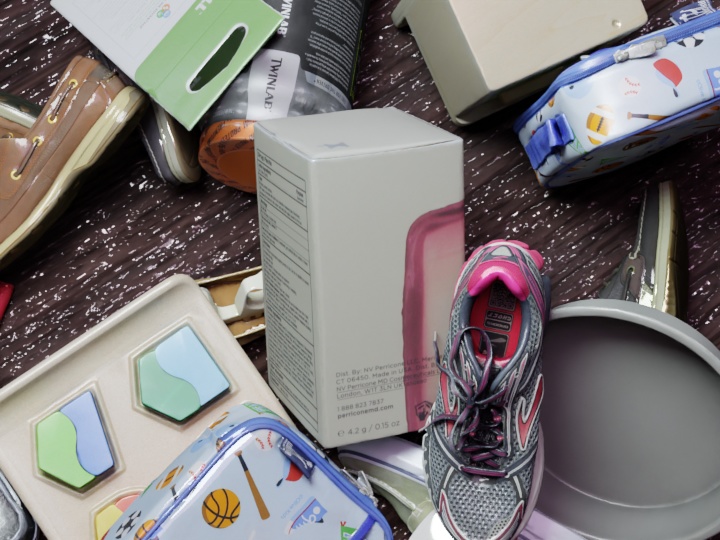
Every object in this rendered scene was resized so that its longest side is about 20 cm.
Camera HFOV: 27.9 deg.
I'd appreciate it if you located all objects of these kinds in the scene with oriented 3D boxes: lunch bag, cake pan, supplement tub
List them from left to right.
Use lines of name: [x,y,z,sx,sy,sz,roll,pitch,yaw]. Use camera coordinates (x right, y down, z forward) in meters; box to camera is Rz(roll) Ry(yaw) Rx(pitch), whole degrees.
lunch bag: [-0.078,0.196,0.968,0.200,0.076,0.160,-45,106,-7]
supplement tub: [-0.060,-0.167,1.122,0.122,0.123,0.200,6,68,5]
cake pan: [0.173,0.101,0.980,0.200,0.200,0.037,24,38,11]
lunch bag: [0.195,-0.121,1.045,0.160,0.200,0.076,-20,84,-8]

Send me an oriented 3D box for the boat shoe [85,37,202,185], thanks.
boat shoe: [-0.181,-0.149,1.151,0.065,0.072,0.200,-24,72,8]

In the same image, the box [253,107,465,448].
box: [0.000,0.000,0.988,0.109,0.128,0.200,-8,109,-19]

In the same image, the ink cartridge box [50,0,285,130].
ink cartridge box: [-0.129,-0.175,1.051,0.104,0.059,0.200,-48,53,0]

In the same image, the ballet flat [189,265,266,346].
ballet flat: [-0.097,0.023,1.077,0.200,0.063,0.069,-18,66,-5]

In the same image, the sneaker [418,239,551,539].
sneaker: [0.076,0.082,0.911,0.081,0.075,0.200,3,97,10]

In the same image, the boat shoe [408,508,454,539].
boat shoe: [0.056,0.251,0.961,0.072,0.069,0.200,5,81,17]

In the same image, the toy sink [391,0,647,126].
toy sink: [0.115,-0.189,1.109,0.130,0.200,0.112,-25,92,-8]

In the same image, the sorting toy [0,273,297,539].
sorting toy: [-0.142,0.130,1.013,0.185,0.036,0.200,-34,91,-11]

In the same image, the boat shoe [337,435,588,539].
boat shoe: [0.067,0.174,1.007,0.200,0.072,0.062,27,75,11]

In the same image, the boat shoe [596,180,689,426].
boat shoe: [0.203,0.026,1.061,0.066,0.072,0.201,-4,64,22]

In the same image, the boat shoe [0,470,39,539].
boat shoe: [-0.308,0.129,1.022,0.200,0.068,0.072,43,71,10]

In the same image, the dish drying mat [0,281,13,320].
dish drying mat: [-0.331,0.091,1.082,0.077,0.018,0.200,16,68,6]

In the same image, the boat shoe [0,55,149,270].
boat shoe: [-0.244,-0.073,1.083,0.068,0.072,0.200,41,94,-3]

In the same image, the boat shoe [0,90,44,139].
boat shoe: [-0.313,-0.111,1.142,0.200,0.076,0.074,21,98,1]
